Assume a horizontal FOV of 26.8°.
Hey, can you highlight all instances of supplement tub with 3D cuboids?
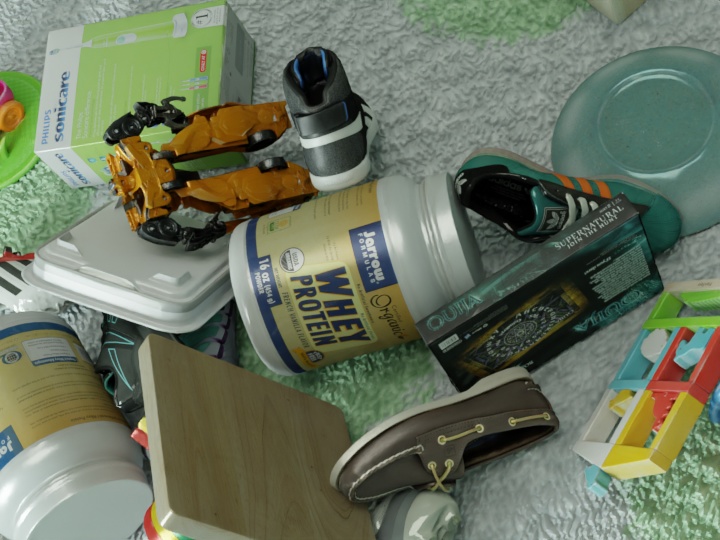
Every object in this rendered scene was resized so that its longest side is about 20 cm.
[{"bbox_3d":[0.000,0.000,1.320,0.200,0.144,0.145,-17,61,11],"label":"supplement tub"},{"bbox_3d":[-0.283,0.150,1.345,0.145,0.145,0.200,-36,59,-1],"label":"supplement tub"}]

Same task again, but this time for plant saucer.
[{"bbox_3d":[0.266,-0.125,1.349,0.201,0.039,0.201,-7,64,15],"label":"plant saucer"}]

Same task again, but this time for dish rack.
[{"bbox_3d":[-0.191,-0.015,1.363,0.171,0.200,0.044,19,114,11],"label":"dish rack"}]

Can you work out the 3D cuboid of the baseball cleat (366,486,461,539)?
[{"bbox_3d":[0.001,0.259,1.249,0.106,0.070,0.200,26,71,42],"label":"baseball cleat"}]

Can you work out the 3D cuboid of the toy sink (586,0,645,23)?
[{"bbox_3d":[0.208,-0.356,1.431,0.112,0.130,0.200,-41,58,-4],"label":"toy sink"}]

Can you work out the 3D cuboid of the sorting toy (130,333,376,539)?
[{"bbox_3d":[-0.096,0.170,1.218,0.070,0.199,0.200,-50,33,25],"label":"sorting toy"}]

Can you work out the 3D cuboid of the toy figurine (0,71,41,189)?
[{"bbox_3d":[-0.435,-0.164,1.529,0.150,0.184,0.200,32,79,29],"label":"toy figurine"}]

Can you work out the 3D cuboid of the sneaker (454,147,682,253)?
[{"bbox_3d":[0.176,-0.048,1.293,0.200,0.071,0.080,14,26,6],"label":"sneaker"}]

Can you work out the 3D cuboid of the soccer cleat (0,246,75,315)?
[{"bbox_3d":[-0.297,0.016,1.467,0.200,0.069,0.085,-5,78,16],"label":"soccer cleat"}]

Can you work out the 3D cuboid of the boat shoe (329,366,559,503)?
[{"bbox_3d":[0.071,0.145,1.239,0.200,0.072,0.060,-22,56,-24],"label":"boat shoe"}]

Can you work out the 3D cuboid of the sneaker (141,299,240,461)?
[{"bbox_3d":[-0.136,0.114,1.369,0.074,0.088,0.200,-27,33,35],"label":"sneaker"}]

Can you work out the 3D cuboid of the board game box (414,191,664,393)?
[{"bbox_3d":[0.153,0.029,1.258,0.200,0.135,0.028,-32,56,2],"label":"board game box"}]

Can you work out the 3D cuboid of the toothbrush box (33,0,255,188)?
[{"bbox_3d":[-0.214,-0.175,1.514,0.200,0.086,0.146,-7,64,15],"label":"toothbrush box"}]

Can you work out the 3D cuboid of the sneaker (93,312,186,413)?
[{"bbox_3d":[-0.211,0.065,1.356,0.079,0.075,0.200,-44,26,-5],"label":"sneaker"}]

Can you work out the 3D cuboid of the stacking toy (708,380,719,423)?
[{"bbox_3d":[0.366,0.145,1.159,0.116,0.110,0.200,-32,70,-1],"label":"stacking toy"}]

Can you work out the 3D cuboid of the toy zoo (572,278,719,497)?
[{"bbox_3d":[0.239,0.094,1.211,0.020,0.131,0.200,35,76,-14],"label":"toy zoo"}]

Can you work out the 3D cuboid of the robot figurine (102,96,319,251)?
[{"bbox_3d":[-0.141,-0.089,1.374,0.200,0.058,0.145,-14,78,-33],"label":"robot figurine"}]

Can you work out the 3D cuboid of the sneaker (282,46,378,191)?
[{"bbox_3d":[-0.029,-0.161,1.382,0.073,0.112,0.200,-15,26,3],"label":"sneaker"}]
